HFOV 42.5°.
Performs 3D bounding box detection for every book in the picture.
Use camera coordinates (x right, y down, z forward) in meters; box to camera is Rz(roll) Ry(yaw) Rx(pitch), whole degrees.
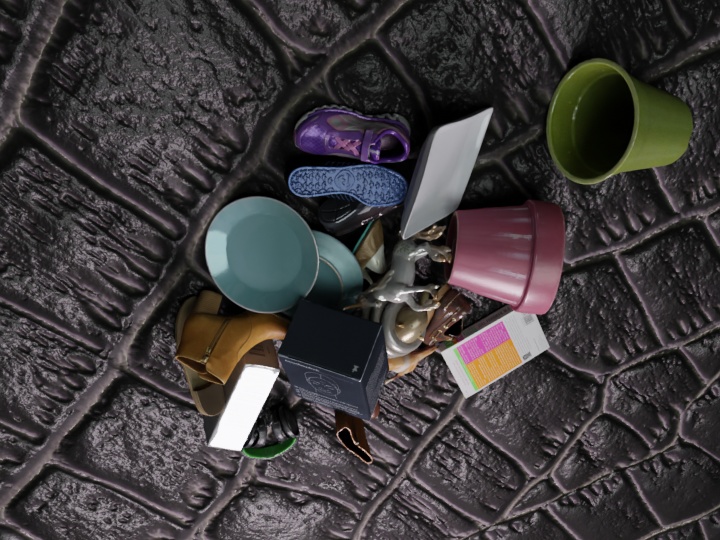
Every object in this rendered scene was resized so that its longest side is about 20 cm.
[{"bbox_3d":[0.265,0.150,1.833,0.199,0.048,0.134,-29,126,1],"label":"book"}]

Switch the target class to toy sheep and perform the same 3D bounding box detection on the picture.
[{"bbox_3d":[0.048,0.090,1.648,0.137,0.199,0.139,4,82,-33],"label":"toy sheep"}]

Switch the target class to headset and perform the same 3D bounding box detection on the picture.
[{"bbox_3d":[-0.175,0.309,1.764,0.122,0.094,0.201,-11,138,-12],"label":"headset"}]

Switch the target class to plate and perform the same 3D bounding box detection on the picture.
[{"bbox_3d":[-0.161,-0.027,1.531,0.198,0.026,0.202,4,109,13],"label":"plate"},{"bbox_3d":[0.134,-0.166,1.516,0.199,0.032,0.201,-31,144,-52],"label":"plate"},{"bbox_3d":[-0.095,0.022,1.584,0.198,0.026,0.202,3,123,5],"label":"plate"}]

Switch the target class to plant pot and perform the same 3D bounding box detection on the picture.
[{"bbox_3d":[0.449,-0.241,1.544,0.188,0.200,0.201,0,125,-32],"label":"plant pot"},{"bbox_3d":[0.244,-0.030,1.617,0.177,0.201,0.201,6,123,-4],"label":"plant pot"}]

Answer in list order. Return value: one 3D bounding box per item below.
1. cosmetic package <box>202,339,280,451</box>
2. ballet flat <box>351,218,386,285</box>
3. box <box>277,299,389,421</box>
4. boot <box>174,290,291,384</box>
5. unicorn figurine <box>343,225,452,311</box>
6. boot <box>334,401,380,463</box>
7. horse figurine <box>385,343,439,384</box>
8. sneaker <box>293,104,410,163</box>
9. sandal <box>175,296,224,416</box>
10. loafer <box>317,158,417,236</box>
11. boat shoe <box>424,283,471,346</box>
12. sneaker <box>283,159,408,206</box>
[{"bbox_3d":[-0.220,0.220,1.682,0.073,0.102,0.201,13,120,-24],"label":"cosmetic package"},{"bbox_3d":[0.000,0.000,1.613,0.072,0.068,0.201,36,112,2],"label":"ballet flat"},{"bbox_3d":[-0.041,0.155,1.564,0.147,0.108,0.200,17,156,13],"label":"box"},{"bbox_3d":[-0.209,0.131,1.579,0.200,0.145,0.071,21,150,-15],"label":"boot"},{"bbox_3d":[0.073,0.013,1.558,0.136,0.201,0.074,11,150,18],"label":"unicorn figurine"},{"bbox_3d":[-0.001,0.277,1.731,0.068,0.201,0.189,-30,128,5],"label":"boot"},{"bbox_3d":[0.053,0.174,1.744,0.132,0.050,0.199,-30,156,28],"label":"horse figurine"},{"bbox_3d":[-0.005,-0.207,1.462,0.198,0.089,0.081,0,125,-17],"label":"sneaker"},{"bbox_3d":[-0.298,0.151,1.625,0.077,0.069,0.214,-21,104,-42],"label":"sandal"},{"bbox_3d":[0.024,-0.121,1.552,0.199,0.072,0.063,-27,147,2],"label":"loafer"},{"bbox_3d":[0.153,0.097,1.689,0.070,0.070,0.200,-48,168,-21],"label":"boat shoe"},{"bbox_3d":[-0.025,-0.148,1.492,0.198,0.078,0.071,6,107,-13],"label":"sneaker"}]
